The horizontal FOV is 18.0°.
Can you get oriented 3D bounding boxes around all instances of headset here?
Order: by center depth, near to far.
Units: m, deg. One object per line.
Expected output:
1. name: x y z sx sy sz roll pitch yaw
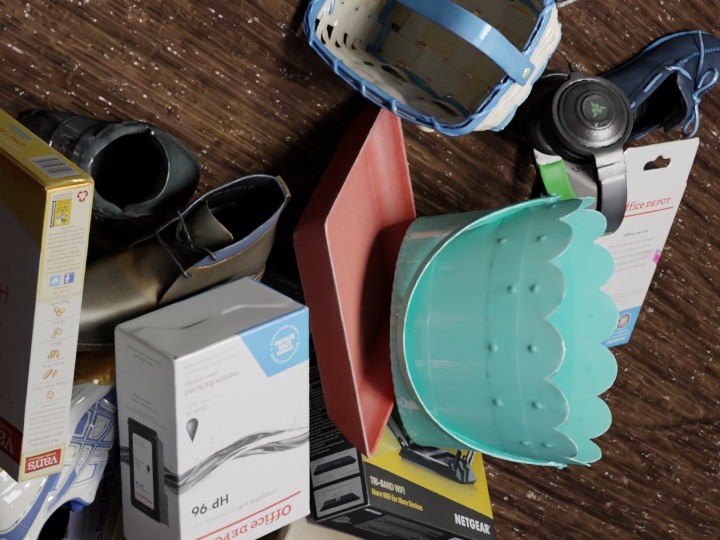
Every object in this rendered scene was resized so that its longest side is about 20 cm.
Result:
1. headset: 0.176 -0.126 1.782 0.094 0.123 0.200 -16 104 -18

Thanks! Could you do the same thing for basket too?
1. basket: 0.046 -0.173 1.543 0.139 0.176 0.200 -56 156 0

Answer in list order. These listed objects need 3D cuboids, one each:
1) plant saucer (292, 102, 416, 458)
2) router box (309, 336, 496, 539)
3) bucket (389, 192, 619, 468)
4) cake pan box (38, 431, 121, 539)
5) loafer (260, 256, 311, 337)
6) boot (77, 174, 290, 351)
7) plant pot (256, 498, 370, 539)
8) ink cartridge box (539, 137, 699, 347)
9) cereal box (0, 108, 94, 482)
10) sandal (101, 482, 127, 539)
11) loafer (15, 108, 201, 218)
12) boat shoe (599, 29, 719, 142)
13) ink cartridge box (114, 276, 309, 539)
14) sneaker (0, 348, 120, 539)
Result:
1. plant saucer: 0.000 0.000 1.646 0.200 0.037 0.200 -66 151 -54
2. router box: 0.027 0.132 1.762 0.200 0.052 0.157 25 50 -55
3. bucket: 0.110 0.046 1.710 0.207 0.135 0.207 -1 90 -72
4. cake pan box: -0.247 0.198 1.559 0.184 0.052 0.200 -19 127 -45
5. loafer: -0.100 0.087 1.638 0.073 0.072 0.200 23 96 -55
6. boot: -0.134 -0.012 1.499 0.200 0.075 0.097 -20 153 -41
7. plant pot: -0.058 0.254 1.730 0.200 0.200 0.174 -46 127 -18
8. ink cartridge box: 0.200 -0.032 1.914 0.115 0.068 0.200 -11 126 -47
9. cereal box: -0.222 0.009 1.373 0.040 0.144 0.200 -12 123 -39
10. sandal: -0.125 0.123 1.571 0.080 0.054 0.200 45 64 -80
11. loafer: -0.151 -0.062 1.453 0.201 0.070 0.068 9 98 -66
12. boat shoe: 0.249 -0.138 1.904 0.200 0.069 0.084 -32 136 -33
13. ink cartridge box: -0.096 0.119 1.507 0.116 0.068 0.200 -22 123 -37
14. sneaker: -0.195 0.109 1.492 0.200 0.075 0.088 -42 128 -44
